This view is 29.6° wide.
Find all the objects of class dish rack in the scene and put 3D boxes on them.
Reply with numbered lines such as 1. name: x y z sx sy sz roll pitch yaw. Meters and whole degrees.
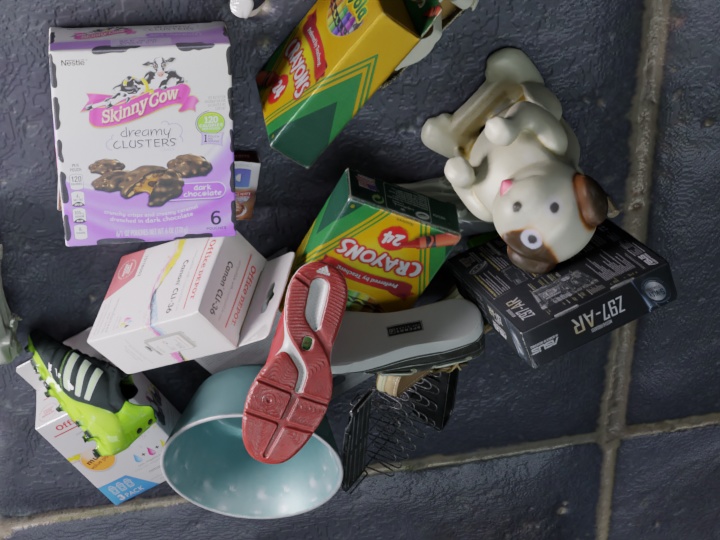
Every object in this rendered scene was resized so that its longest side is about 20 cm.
1. dish rack: 0.044 0.162 1.550 0.054 0.200 0.154 23 133 23

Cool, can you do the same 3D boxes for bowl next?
1. bowl: -0.116 0.179 1.507 0.200 0.105 0.201 1 137 1

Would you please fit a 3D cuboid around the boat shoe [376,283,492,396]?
1. boat shoe: 0.099 0.072 1.484 0.200 0.066 0.074 -43 157 -25

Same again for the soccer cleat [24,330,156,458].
1. soccer cleat: -0.288 0.121 1.445 0.081 0.200 0.068 -31 138 -21

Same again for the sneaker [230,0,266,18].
1. sneaker: -0.030 -0.298 1.221 0.129 0.080 0.199 21 111 -16

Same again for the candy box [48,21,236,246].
1. candy box: -0.206 -0.131 1.303 0.167 0.072 0.200 -4 119 -9

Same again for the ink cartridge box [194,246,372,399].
1. ink cartridge box: -0.087 0.080 1.539 0.162 0.050 0.200 -32 132 14

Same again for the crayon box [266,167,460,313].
1. crayon box: 0.000 0.000 1.404 0.127 0.051 0.200 17 129 -20

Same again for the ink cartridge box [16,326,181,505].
1. ink cartridge box: -0.288 0.167 1.545 0.115 0.068 0.200 -28 128 10

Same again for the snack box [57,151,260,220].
1. snack box: -0.205 -0.091 1.385 0.200 0.024 0.072 2 125 -13

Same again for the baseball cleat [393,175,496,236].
1. baseball cleat: 0.061 -0.052 1.457 0.199 0.070 0.107 5 137 -6

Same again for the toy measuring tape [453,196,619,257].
1. toy measuring tape: 0.188 -0.029 1.498 0.200 0.074 0.074 -19 131 -18

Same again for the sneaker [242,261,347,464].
1. sneaker: -0.057 0.087 1.333 0.078 0.116 0.200 22 94 -1

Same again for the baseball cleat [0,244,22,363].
1. baseball cleat: -0.412 0.020 1.394 0.106 0.070 0.200 -2 124 2

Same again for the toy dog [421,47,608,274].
1. toy dog: 0.165 -0.087 1.354 0.139 0.200 0.194 -36 126 18

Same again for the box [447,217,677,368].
1. box: 0.196 0.007 1.356 0.160 0.200 0.044 -26 117 -8

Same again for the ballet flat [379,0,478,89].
1. ballet flat: 0.070 -0.247 1.287 0.068 0.075 0.200 30 117 -29

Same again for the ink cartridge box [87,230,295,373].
1. ink cartridge box: -0.171 0.026 1.380 0.200 0.117 0.068 -15 135 34

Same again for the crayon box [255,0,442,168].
1. crayon box: -0.015 -0.208 1.268 0.051 0.127 0.200 29 116 -30

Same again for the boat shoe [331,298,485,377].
1. boat shoe: 0.029 0.082 1.387 0.200 0.071 0.064 -7 138 6
